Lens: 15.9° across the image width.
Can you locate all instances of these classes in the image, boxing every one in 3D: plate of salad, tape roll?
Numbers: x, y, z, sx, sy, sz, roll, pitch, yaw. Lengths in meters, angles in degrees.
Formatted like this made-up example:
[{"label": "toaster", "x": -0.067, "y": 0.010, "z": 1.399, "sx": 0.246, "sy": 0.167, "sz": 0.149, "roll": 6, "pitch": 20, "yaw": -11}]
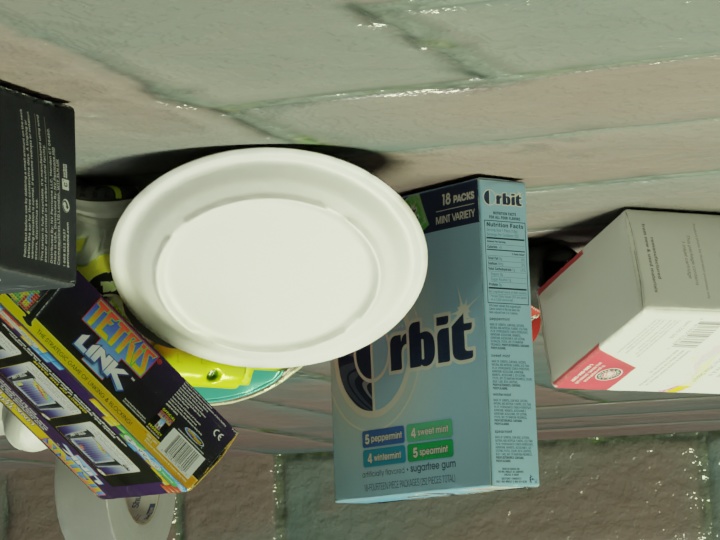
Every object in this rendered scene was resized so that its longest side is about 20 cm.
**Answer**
[{"label": "plate of salad", "x": -0.058, "y": -0.012, "z": 1.628, "sx": 0.200, "sy": 0.048, "sz": 0.200, "roll": -1, "pitch": 137, "yaw": -1}, {"label": "tape roll", "x": -0.278, "y": 0.238, "z": 2.945, "sx": 0.066, "sy": 0.201, "sz": 0.200, "roll": -2, "pitch": 172, "yaw": 18}]

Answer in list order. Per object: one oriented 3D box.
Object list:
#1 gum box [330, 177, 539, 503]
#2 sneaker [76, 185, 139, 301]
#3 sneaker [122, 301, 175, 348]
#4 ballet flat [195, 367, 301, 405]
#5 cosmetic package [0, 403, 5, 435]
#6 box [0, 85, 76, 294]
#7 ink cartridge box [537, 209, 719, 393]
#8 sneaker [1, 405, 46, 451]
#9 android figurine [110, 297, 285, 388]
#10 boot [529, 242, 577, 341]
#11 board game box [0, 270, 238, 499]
[{"label": "gum box", "x": 0.045, "y": 0.050, "z": 1.723, "sx": 0.044, "sy": 0.200, "sz": 0.170, "roll": 5, "pitch": 170, "yaw": -37}, {"label": "sneaker", "x": -0.198, "y": -0.008, "z": 1.721, "sx": 0.075, "sy": 0.077, "sz": 0.200, "roll": 0, "pitch": 173, "yaw": -17}, {"label": "sneaker", "x": -0.075, "y": -0.024, "z": 1.720, "sx": 0.200, "sy": 0.087, "sz": 0.074, "roll": -26, "pitch": 116, "yaw": 34}, {"label": "ballet flat", "x": -0.063, "y": 0.051, "z": 2.065, "sx": 0.200, "sy": 0.070, "sz": 0.069, "roll": -22, "pitch": 168, "yaw": 8}, {"label": "cosmetic package", "x": -0.346, "y": 0.081, "z": 2.199, "sx": 0.085, "sy": 0.108, "sz": 0.200, "roll": -7, "pitch": 171, "yaw": 31}, {"label": "box", "x": -0.282, "y": -0.043, "z": 1.377, "sx": 0.200, "sy": 0.104, "sz": 0.182, "roll": -6, "pitch": 169, "yaw": 26}, {"label": "ink cartridge box", "x": 0.250, "y": 0.026, "z": 1.878, "sx": 0.200, "sy": 0.086, "sz": 0.148, "roll": 2, "pitch": 154, "yaw": -25}, {"label": "sneaker", "x": -0.196, "y": 0.083, "z": 2.023, "sx": 0.200, "sy": 0.081, "sz": 0.076, "roll": -39, "pitch": 141, "yaw": 10}, {"label": "android figurine", "x": -0.152, "y": 0.034, "z": 1.842, "sx": 0.200, "sy": 0.041, "sz": 0.182, "roll": 8, "pitch": -157, "yaw": -29}, {"label": "boot", "x": 0.136, "y": 0.023, "z": 2.014, "sx": 0.144, "sy": 0.073, "sz": 0.200, "roll": -7, "pitch": 167, "yaw": 24}, {"label": "board game box", "x": -0.193, "y": 0.062, "z": 1.683, "sx": 0.200, "sy": 0.057, "sz": 0.165, "roll": 47, "pitch": 158, "yaw": -15}]
